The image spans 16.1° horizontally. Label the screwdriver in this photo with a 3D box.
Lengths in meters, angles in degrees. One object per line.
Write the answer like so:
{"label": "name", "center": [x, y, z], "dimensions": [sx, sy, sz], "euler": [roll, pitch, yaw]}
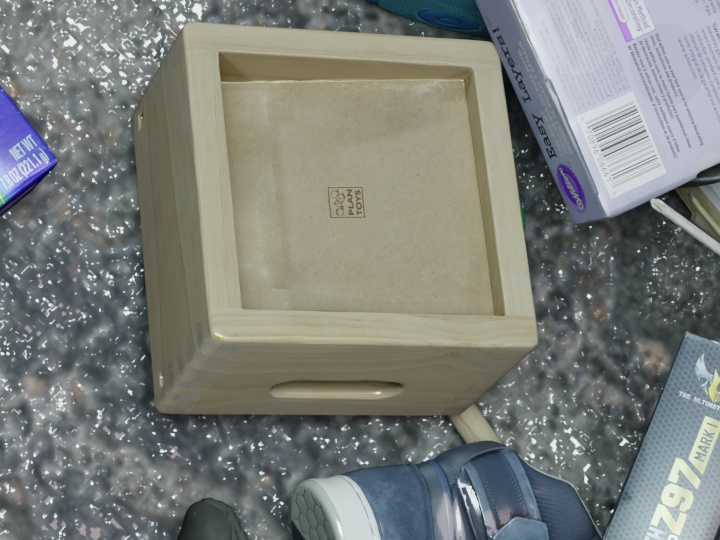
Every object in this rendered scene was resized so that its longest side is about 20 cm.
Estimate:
{"label": "screwdriver", "center": [0.200, 0.009, 1.232], "dimensions": [0.200, 0.029, 0.028], "euler": [32, 94, -47]}

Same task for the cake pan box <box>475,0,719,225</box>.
{"label": "cake pan box", "center": [0.150, -0.140, 1.205], "dimensions": [0.184, 0.052, 0.200], "euler": [-26, 93, -15]}

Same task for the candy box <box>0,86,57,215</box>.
{"label": "candy box", "center": [-0.266, -0.074, 1.154], "dimensions": [0.169, 0.077, 0.200], "euler": [-40, 94, -18]}

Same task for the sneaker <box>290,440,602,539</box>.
{"label": "sneaker", "center": [0.050, 0.179, 1.209], "dimensions": [0.146, 0.077, 0.202], "euler": [-14, 109, -28]}

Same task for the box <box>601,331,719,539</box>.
{"label": "box", "center": [0.144, 0.131, 1.192], "dimensions": [0.051, 0.200, 0.158], "euler": [21, 77, 12]}

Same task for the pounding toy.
{"label": "pounding toy", "center": [0.000, 0.000, 1.214], "dimensions": [0.200, 0.142, 0.184], "euler": [2, 68, -20]}

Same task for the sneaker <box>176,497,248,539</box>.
{"label": "sneaker", "center": [-0.100, 0.200, 1.174], "dimensions": [0.091, 0.076, 0.200], "euler": [14, 76, -8]}

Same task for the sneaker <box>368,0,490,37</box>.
{"label": "sneaker", "center": [0.025, -0.200, 1.264], "dimensions": [0.200, 0.080, 0.131], "euler": [20, 78, -15]}

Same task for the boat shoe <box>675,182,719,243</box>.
{"label": "boat shoe", "center": [0.209, -0.042, 1.306], "dimensions": [0.075, 0.068, 0.200], "euler": [-46, 116, -23]}
